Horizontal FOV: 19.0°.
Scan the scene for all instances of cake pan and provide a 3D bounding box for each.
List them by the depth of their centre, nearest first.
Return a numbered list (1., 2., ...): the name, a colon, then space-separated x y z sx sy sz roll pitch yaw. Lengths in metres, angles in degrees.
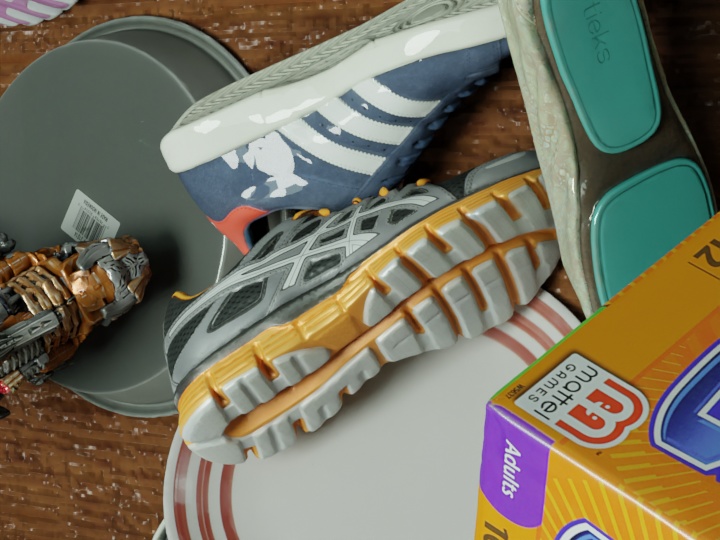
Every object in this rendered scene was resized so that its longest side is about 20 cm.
1. cake pan: -0.120 -0.026 1.059 0.200 0.037 0.200 2 94 36

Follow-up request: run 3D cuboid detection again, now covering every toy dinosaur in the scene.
1. toy dinosaur: -0.198 0.034 0.989 0.136 0.200 0.102 -165 69 -71

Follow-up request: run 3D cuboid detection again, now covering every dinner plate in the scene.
1. dinner plate: 0.012 0.081 0.914 0.200 0.024 0.200 -10 51 13

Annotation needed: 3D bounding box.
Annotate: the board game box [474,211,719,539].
1. board game box: 0.172 0.109 0.702 0.200 0.200 0.200 33 141 29

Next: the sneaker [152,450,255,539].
1. sneaker: -0.075 0.161 1.008 0.076 0.080 0.200 27 109 31

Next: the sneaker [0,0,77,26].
1. sneaker: -0.155 -0.194 1.058 0.200 0.080 0.089 -33 45 47

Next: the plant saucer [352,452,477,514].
1. plant saucer: 0.064 0.200 0.926 0.200 0.048 0.200 20 104 35

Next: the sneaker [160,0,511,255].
1. sneaker: 0.013 -0.065 0.947 0.200 0.075 0.085 -21 107 26

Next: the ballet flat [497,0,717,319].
1. ballet flat: 0.100 -0.049 0.867 0.062 0.067 0.200 -141 34 -64

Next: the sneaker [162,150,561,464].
1. sneaker: 0.000 0.000 0.916 0.200 0.078 0.077 -29 49 -2
